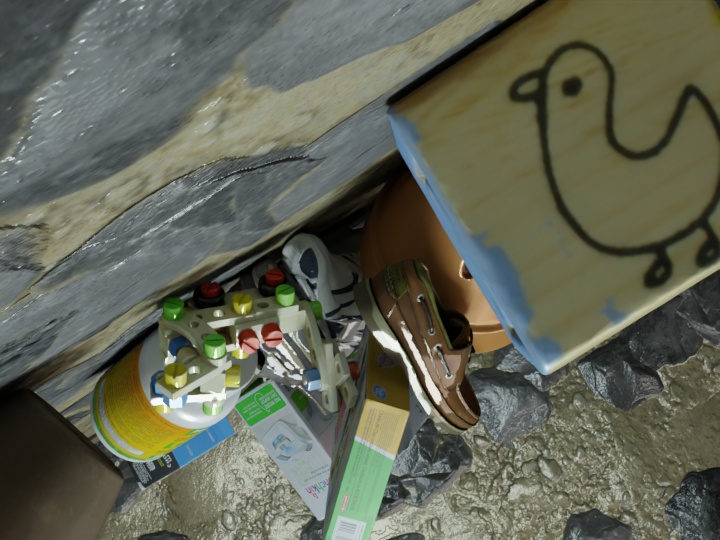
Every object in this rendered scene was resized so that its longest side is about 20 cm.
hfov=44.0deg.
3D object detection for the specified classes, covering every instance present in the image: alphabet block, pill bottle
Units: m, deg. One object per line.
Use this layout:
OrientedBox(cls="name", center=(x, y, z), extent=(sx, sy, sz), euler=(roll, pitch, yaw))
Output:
OrientedBox(cls="alphabet block", center=(0.150, -0.070, 0.612), extent=(0.198, 0.198, 0.196), euler=(-33, 180, 4))
OrientedBox(cls="pill bottle", center=(-0.188, 0.115, 0.906), extent=(0.110, 0.112, 0.199), euler=(-29, 176, -46))

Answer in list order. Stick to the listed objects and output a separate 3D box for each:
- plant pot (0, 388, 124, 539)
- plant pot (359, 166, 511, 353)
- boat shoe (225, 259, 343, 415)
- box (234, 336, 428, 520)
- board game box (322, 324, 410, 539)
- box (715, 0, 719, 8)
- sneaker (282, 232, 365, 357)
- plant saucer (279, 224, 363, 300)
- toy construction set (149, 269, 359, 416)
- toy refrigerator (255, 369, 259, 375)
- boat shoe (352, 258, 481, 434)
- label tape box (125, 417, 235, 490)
OrientedBox(cls="plant pot", center=(-0.281, 0.197, 0.695), extent=(0.175, 0.200, 0.200), euler=(-48, -177, -16))
OrientedBox(cls="plant pot", center=(0.107, -0.043, 0.834), extent=(0.198, 0.201, 0.141), euler=(-31, 162, -25))
OrientedBox(cls="boat shoe", center=(-0.080, 0.079, 0.938), extent=(0.072, 0.202, 0.075), euler=(-24, -150, 6))
OrientedBox(cls="box", center=(-0.022, 0.158, 1.071), extent=(0.096, 0.178, 0.200), euler=(-33, -173, 43))
OrientedBox(cls="board game box", center=(0.007, 0.143, 0.845), extent=(0.201, 0.039, 0.156), euler=(-84, -171, -69))
OrientedBox(cls="box", center=(0.285, -0.197, 0.844), extent=(0.198, 0.108, 0.148), euler=(-32, 179, 15))
OrientedBox(cls="sneaker", center=(0.000, 0.000, 0.933), extent=(0.129, 0.080, 0.201), euler=(-37, 141, -11))
OrientedBox(cls="plant saucer", center=(-0.047, -0.006, 1.076), extent=(0.198, 0.051, 0.200), euler=(-33, 177, -2))
OrientedBox(cls="toy construction set", center=(-0.092, 0.066, 0.767), extent=(0.196, 0.131, 0.094), euler=(5, 118, -31))
OrientedBox(cls="toy refrigerator", center=(-0.086, 0.053, 1.212), extent=(0.070, 0.077, 0.200), euler=(-33, -176, 38))
OrientedBox(cls="boat shoe", center=(0.070, 0.072, 0.780), extent=(0.067, 0.201, 0.073), euler=(-28, -140, 12))
OrientedBox(cls="label tape box", center=(-0.276, 0.205, 1.238), extent=(0.063, 0.146, 0.199), euler=(-26, 174, -44))
